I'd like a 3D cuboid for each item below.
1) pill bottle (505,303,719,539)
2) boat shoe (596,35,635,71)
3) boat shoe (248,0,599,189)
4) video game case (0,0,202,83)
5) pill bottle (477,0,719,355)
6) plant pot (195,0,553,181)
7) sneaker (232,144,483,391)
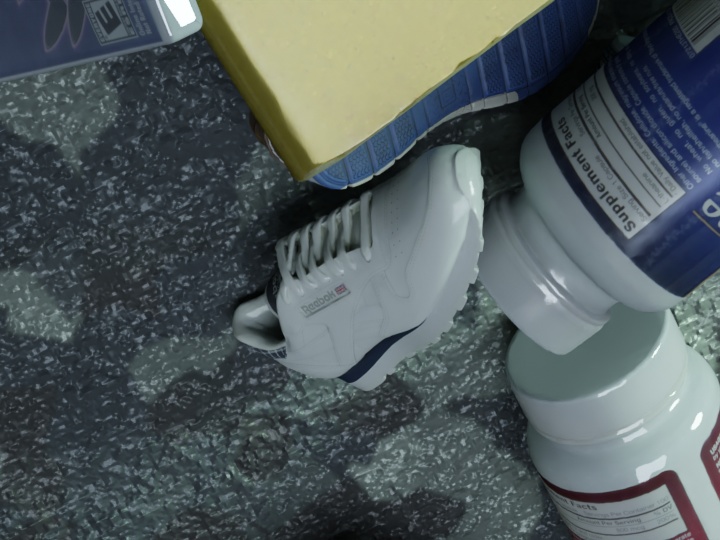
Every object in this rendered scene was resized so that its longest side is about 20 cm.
[{"bbox_3d":[0.161,0.110,1.021,0.113,0.114,0.201,-28,122,2],"label":"pill bottle"},{"bbox_3d":[0.200,-0.050,0.970,0.198,0.071,0.092,20,113,-16],"label":"boat shoe"},{"bbox_3d":[0.030,-0.112,0.880,0.199,0.072,0.073,-29,125,-28],"label":"boat shoe"},{"bbox_3d":[-0.157,-0.175,0.723,0.023,0.181,0.202,-33,109,-37],"label":"video game case"},{"bbox_3d":[0.147,-0.052,0.864,0.200,0.111,0.111,-41,121,20],"label":"pill bottle"},{"bbox_3d":[-0.017,-0.199,0.763,0.193,0.196,0.201,-36,114,7],"label":"plant pot"},{"bbox_3d":[0.000,0.000,0.901,0.080,0.077,0.200,17,145,-15],"label":"sneaker"}]
